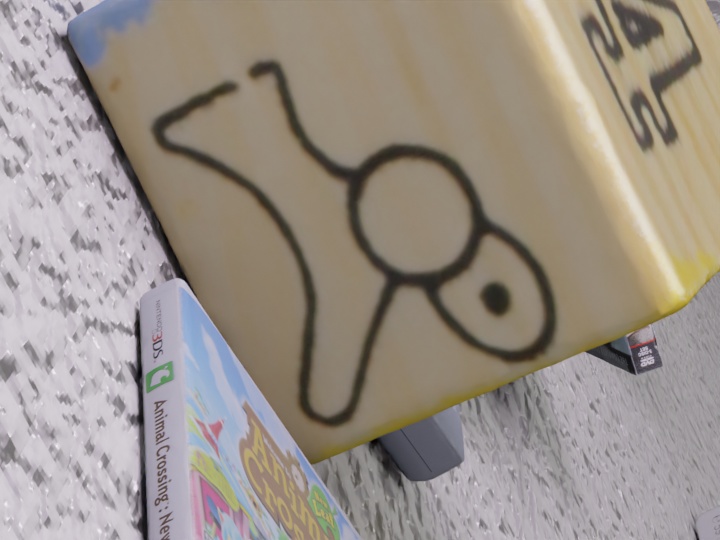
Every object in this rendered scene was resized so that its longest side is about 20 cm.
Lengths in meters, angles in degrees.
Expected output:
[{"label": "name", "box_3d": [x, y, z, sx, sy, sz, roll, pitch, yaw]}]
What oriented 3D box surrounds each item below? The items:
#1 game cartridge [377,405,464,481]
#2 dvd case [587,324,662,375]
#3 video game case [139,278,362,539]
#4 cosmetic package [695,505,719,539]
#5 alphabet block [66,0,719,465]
[{"label": "game cartridge", "box_3d": [0.000, 0.000, 1.276, 0.133, 0.041, 0.200, 50, 19, -41]}, {"label": "dvd case", "box_3d": [0.125, -0.043, 1.585, 0.146, 0.022, 0.201, -151, -137, -77]}, {"label": "video game case", "box_3d": [-0.021, 0.126, 0.953, 0.200, 0.022, 0.182, 57, 14, -33]}, {"label": "cosmetic package", "box_3d": [0.387, 0.253, 2.057, 0.165, 0.199, 0.165, 60, 12, -22]}, {"label": "alphabet block", "box_3d": [0.034, -0.064, 1.083, 0.201, 0.195, 0.196, 64, 29, -5]}]
